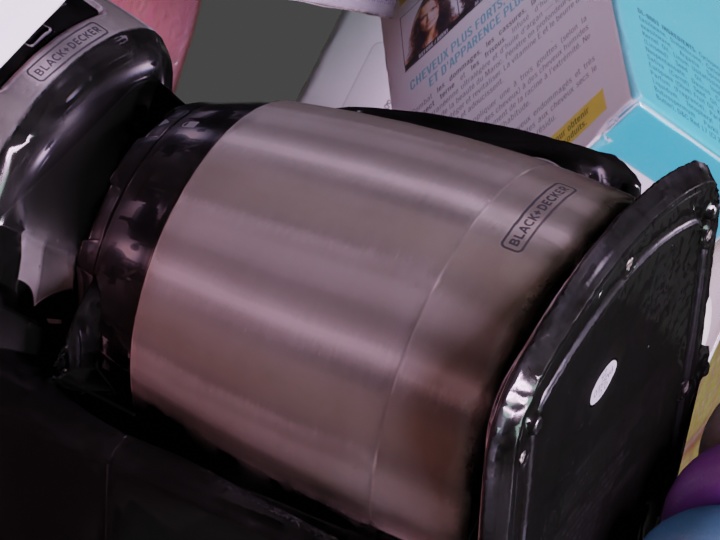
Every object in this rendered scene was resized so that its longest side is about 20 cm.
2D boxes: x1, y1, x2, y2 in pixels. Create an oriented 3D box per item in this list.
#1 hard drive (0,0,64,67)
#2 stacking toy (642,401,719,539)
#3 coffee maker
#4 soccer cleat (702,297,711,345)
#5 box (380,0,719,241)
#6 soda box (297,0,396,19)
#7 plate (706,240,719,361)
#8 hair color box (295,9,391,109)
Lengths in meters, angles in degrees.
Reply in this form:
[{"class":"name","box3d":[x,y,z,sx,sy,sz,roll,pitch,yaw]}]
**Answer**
[{"class":"hard drive","box3d":[-0.088,-0.111,0.521,0.132,0.027,0.200,51,51,-17]},{"class":"stacking toy","box3d":[0.066,0.113,0.591,0.200,0.085,0.086,-50,152,-33]},{"class":"coffee maker","box3d":[-0.038,0.038,0.647,0.135,0.199,0.193,-15,123,-63]},{"class":"soccer cleat","box3d":[0.000,0.000,0.785,0.078,0.199,0.070,-114,-143,-63]},{"class":"box","box3d":[0.050,-0.073,0.763,0.082,0.049,0.200,-41,-147,29]},{"class":"soda box","box3d":[-0.045,-0.108,0.685,0.200,0.063,0.069,-4,113,-67]},{"class":"plate","box3d":[0.082,0.074,1.130,0.200,0.032,0.200,-62,-174,-11]},{"class":"hair color box","box3d":[0.046,-0.054,0.886,0.201,0.111,0.064,-63,173,-13]}]
